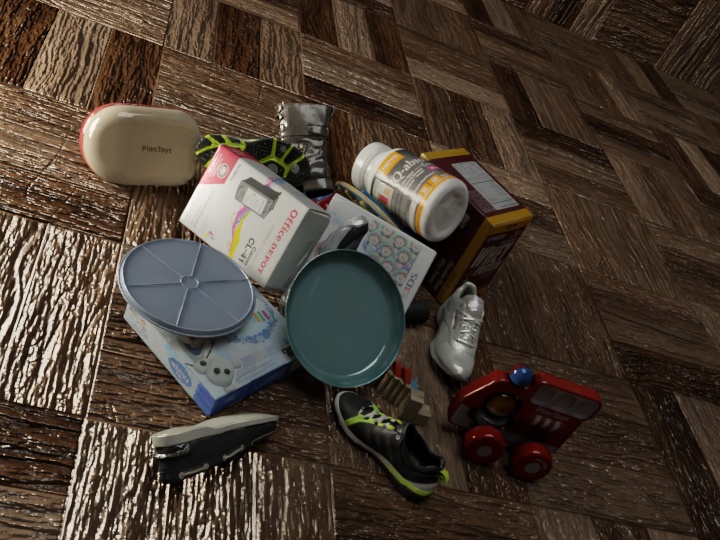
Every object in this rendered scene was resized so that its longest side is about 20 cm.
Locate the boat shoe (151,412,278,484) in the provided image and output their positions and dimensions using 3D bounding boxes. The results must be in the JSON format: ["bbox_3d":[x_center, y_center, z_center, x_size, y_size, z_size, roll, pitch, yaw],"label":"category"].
[{"bbox_3d":[-0.175,0.218,1.002,0.199,0.073,0.062,-1,84,-59],"label":"boat shoe"}]

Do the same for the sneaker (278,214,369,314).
[{"bbox_3d":[-0.030,0.017,1.252,0.114,0.201,0.075,42,9,8],"label":"sneaker"}]

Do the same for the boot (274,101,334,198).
[{"bbox_3d":[-0.137,-0.218,1.452,0.196,0.069,0.177,-5,81,-9],"label":"boot"}]

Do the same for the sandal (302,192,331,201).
[{"bbox_3d":[-0.115,-0.174,1.504,0.199,0.088,0.079,39,34,10],"label":"sandal"}]

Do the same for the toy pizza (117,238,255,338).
[{"bbox_3d":[-0.246,0.028,1.136,0.197,0.032,0.202,18,35,-13],"label":"toy pizza"}]

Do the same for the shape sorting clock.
[{"bbox_3d":[0.024,-0.084,1.441,0.199,0.039,0.200,40,-8,7],"label":"shape sorting clock"}]

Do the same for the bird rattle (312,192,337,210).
[{"bbox_3d":[-0.108,-0.059,1.389,0.198,0.112,0.165,18,51,-33],"label":"bird rattle"}]

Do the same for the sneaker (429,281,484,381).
[{"bbox_3d":[0.168,0.098,1.362,0.074,0.100,0.202,23,37,-13],"label":"sneaker"}]

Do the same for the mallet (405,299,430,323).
[{"bbox_3d":[0.047,0.021,1.428,0.065,0.041,0.201,-2,42,-42],"label":"mallet"}]

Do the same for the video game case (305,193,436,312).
[{"bbox_3d":[0.000,0.000,1.324,0.198,0.184,0.024,30,-10,0],"label":"video game case"}]

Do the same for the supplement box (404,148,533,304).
[{"bbox_3d":[0.175,-0.084,1.504,0.132,0.199,0.200,-14,53,-44],"label":"supplement box"}]

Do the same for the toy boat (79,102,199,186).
[{"bbox_3d":[-0.379,-0.217,1.359,0.198,0.133,0.130,-1,15,-37],"label":"toy boat"}]

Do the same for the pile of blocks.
[{"bbox_3d":[0.046,0.148,1.245,0.200,0.063,0.082,42,37,16],"label":"pile of blocks"}]

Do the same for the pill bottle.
[{"bbox_3d":[0.083,-0.143,1.405,0.115,0.118,0.199,-14,39,-45],"label":"pill bottle"}]

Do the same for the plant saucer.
[{"bbox_3d":[-0.025,0.071,1.184,0.197,0.027,0.204,5,80,-28],"label":"plant saucer"}]

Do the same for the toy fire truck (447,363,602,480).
[{"bbox_3d":[0.242,0.212,1.216,0.197,0.169,0.113,21,35,-12],"label":"toy fire truck"}]

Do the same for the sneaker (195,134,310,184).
[{"bbox_3d":[-0.182,-0.196,1.375,0.197,0.077,0.076,12,5,-12],"label":"sneaker"}]

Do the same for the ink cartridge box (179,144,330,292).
[{"bbox_3d":[-0.168,-0.083,1.267,0.199,0.149,0.085,36,10,23],"label":"ink cartridge box"}]

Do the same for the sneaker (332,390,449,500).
[{"bbox_3d":[0.048,0.229,1.129,0.200,0.083,0.071,42,36,16],"label":"sneaker"}]

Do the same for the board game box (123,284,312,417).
[{"bbox_3d":[-0.200,0.091,1.152,0.199,0.044,0.199,45,38,20],"label":"board game box"}]
